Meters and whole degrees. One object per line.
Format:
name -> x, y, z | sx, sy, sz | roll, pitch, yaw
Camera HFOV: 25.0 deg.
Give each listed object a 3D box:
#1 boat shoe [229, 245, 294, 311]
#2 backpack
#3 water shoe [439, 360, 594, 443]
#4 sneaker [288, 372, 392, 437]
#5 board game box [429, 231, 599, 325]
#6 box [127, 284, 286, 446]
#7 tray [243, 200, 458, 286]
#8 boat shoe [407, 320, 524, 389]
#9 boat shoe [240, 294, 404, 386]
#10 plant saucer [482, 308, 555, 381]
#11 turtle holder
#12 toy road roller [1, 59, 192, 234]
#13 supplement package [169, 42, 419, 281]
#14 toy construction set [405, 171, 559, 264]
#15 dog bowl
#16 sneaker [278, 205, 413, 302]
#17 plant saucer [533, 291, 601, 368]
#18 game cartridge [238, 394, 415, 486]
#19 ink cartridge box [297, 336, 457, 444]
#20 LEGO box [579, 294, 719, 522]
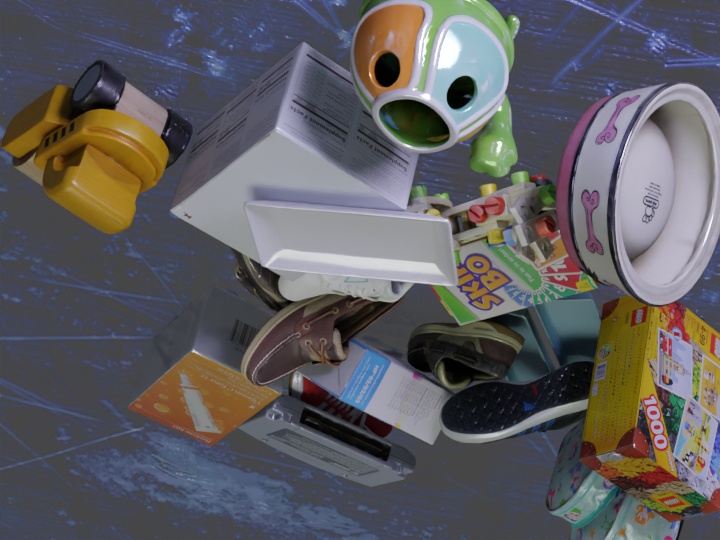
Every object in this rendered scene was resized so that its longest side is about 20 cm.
boat shoe -> -0.105, 0.001, 1.788 | 0.073, 0.075, 0.200 | 6, 149, 31
backpack -> 0.308, 0.259, 1.906 | 0.150, 0.200, 0.178 | 22, 147, -12
water shoe -> 0.190, 0.163, 1.831 | 0.200, 0.072, 0.079 | -14, 144, 13
sneaker -> -0.020, 0.159, 1.998 | 0.112, 0.071, 0.200 | 9, 154, 15
board game box -> 0.148, -0.001, 1.716 | 0.200, 0.030, 0.096 | -16, 118, 41
box -> -0.180, 0.119, 1.974 | 0.124, 0.098, 0.200 | 27, 145, -18
tray -> -0.007, -0.031, 1.552 | 0.200, 0.022, 0.107 | 5, 147, 12
boat shoe -> 0.107, 0.100, 1.835 | 0.072, 0.066, 0.201 | 33, 157, -23
boat shoe -> -0.039, 0.069, 1.774 | 0.200, 0.072, 0.072 | -35, 143, -2
plant saucer -> 0.185, 0.095, 1.850 | 0.070, 0.019, 0.200 | 13, 151, 31
turtle holder -> 0.063, -0.165, 1.429 | 0.141, 0.132, 0.186 | 4, 145, 15
toy road roller -> -0.277, -0.104, 1.634 | 0.123, 0.146, 0.200 | 36, 141, -29
supplement package -> -0.062, -0.100, 1.592 | 0.156, 0.111, 0.200 | 31, 144, -23
toy construction set -> 0.119, -0.052, 1.586 | 0.200, 0.092, 0.131 | 1, 179, 43
dog bowl -> 0.250, -0.072, 1.455 | 0.074, 0.200, 0.200 | 11, 151, 39
sneaker -> 0.000, 0.000, 1.701 | 0.200, 0.080, 0.070 | -23, 164, 26
plant saucer -> 0.252, 0.083, 1.832 | 0.070, 0.019, 0.200 | -1, 143, 23
game cartridge -> -0.045, 0.211, 2.000 | 0.200, 0.042, 0.133 | 26, 161, -19
ink cartridge box -> 0.029, 0.135, 1.878 | 0.200, 0.068, 0.115 | 29, 180, -38
LEGO box -> 0.320, 0.142, 1.726 | 0.149, 0.200, 0.077 | 34, 142, -29
